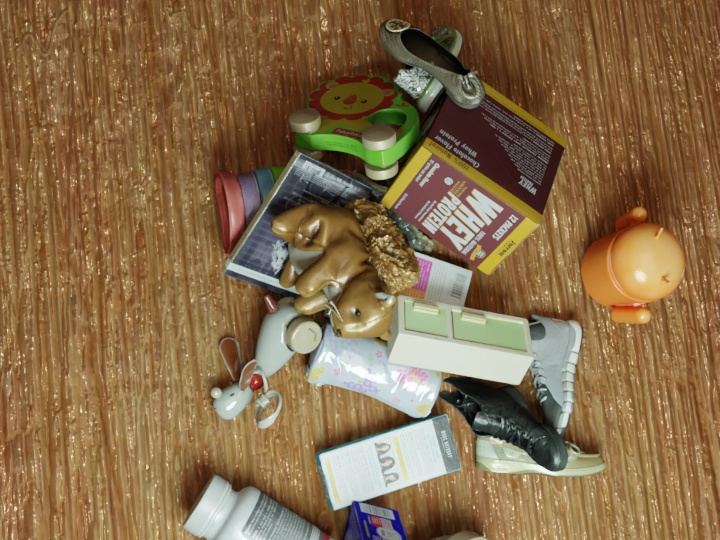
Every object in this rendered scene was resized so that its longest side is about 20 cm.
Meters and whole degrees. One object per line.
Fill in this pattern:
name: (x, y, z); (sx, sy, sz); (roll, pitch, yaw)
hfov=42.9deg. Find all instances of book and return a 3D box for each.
book: (0.059, 0.034, 1.374); (0.198, 0.048, 0.135); (19, 78, -10)

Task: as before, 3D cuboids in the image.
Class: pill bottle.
pill bottle: (-0.139, 0.368, 1.254); (0.199, 0.111, 0.111); (34, 77, -5)

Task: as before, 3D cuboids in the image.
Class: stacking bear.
stacking bear: (-0.102, -0.099, 1.332); (0.197, 0.114, 0.123); (-8, 84, -16)

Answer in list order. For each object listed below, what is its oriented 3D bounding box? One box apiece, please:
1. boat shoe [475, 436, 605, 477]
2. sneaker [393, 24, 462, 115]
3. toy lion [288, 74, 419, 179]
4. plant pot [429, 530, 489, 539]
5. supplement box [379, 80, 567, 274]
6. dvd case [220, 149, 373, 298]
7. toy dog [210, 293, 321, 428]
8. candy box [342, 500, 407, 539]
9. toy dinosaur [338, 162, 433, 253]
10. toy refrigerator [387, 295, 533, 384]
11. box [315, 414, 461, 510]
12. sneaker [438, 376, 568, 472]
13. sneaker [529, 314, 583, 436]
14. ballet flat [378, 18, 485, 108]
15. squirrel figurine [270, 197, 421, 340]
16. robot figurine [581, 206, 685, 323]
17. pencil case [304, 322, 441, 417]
boat shoe: (0.270, 0.271, 1.369); (0.198, 0.073, 0.064); (3, 85, -3)
sneaker: (0.096, -0.323, 1.376); (0.088, 0.077, 0.201); (30, 42, -14)
toy lion: (0.001, -0.224, 1.332); (0.198, 0.069, 0.192); (17, 46, 28)
plant pot: (0.101, 0.450, 1.278); (0.200, 0.092, 0.203); (-21, 118, -45)
supplement box: (0.167, -0.145, 1.332); (0.196, 0.133, 0.201); (33, 48, -6)
dvd case: (-0.087, -0.059, 1.288); (0.148, 0.016, 0.201); (21, 109, -43)
toy dog: (-0.145, 0.111, 1.289); (0.096, 0.131, 0.201); (44, 66, -32)
candy box: (0.003, 0.437, 1.220); (0.076, 0.169, 0.202); (16, 95, -6)
toy dinosaur: (0.052, -0.115, 1.394); (0.200, 0.047, 0.088); (42, 84, 0)
toy refrigerator: (0.141, 0.098, 1.308); (0.197, 0.070, 0.076); (11, 43, -8)
box: (0.040, 0.276, 1.332); (0.198, 0.049, 0.083); (-15, 86, -13)
sneaker: (0.203, 0.222, 1.322); (0.103, 0.200, 0.061); (-3, 124, -27)
sneaker: (0.263, 0.157, 1.379); (0.114, 0.075, 0.202); (17, 60, 0)
ballet flat: (0.102, -0.304, 1.299); (0.067, 0.047, 0.200); (-33, 64, -24)
squirrel figurine: (0.000, 0.000, 1.240); (0.199, 0.142, 0.187); (-26, 55, -26)
robot figurine: (0.405, -0.004, 1.365); (0.116, 0.200, 0.144); (40, 76, -3)
pencil case: (0.020, 0.145, 1.330); (0.198, 0.083, 0.092); (19, 79, -8)
